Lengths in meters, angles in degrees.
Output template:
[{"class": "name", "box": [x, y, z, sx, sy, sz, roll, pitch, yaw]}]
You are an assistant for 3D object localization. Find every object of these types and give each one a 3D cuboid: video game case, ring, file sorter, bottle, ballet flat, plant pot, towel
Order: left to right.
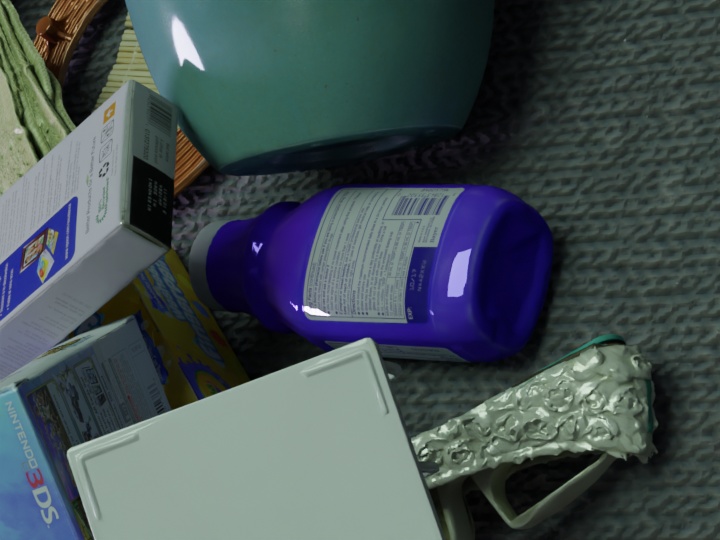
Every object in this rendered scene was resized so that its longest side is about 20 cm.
[{"class": "towel", "box": [-0.225, -0.040, 1.596, 0.200, 0.036, 0.149, -53, 43, 29]}, {"class": "video game case", "box": [-0.108, 0.133, 1.261, 0.045, 0.181, 0.201, -21, 93, 13]}, {"class": "ring", "box": [-0.127, -0.118, 1.571, 0.200, 0.019, 0.202, -22, 53, 33]}, {"class": "plant pot", "box": [-0.024, -0.136, 1.385, 0.200, 0.200, 0.162, -12, 85, 37]}, {"class": "file sorter", "box": [-0.017, 0.150, 1.205, 0.138, 0.125, 0.201, -20, 82, 8]}, {"class": "bottle", "box": [0.000, 0.000, 1.378, 0.199, 0.065, 0.084, 1, 68, 42]}, {"class": "ballet flat", "box": [0.051, 0.093, 1.286, 0.199, 0.072, 0.072, -27, 52, 30]}]

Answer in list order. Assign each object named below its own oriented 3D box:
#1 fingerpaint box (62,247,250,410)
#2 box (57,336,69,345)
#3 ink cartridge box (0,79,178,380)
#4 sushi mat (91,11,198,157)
[{"class": "fingerpaint box", "box": [-0.138, 0.090, 1.449, 0.167, 0.073, 0.200, -47, 45, 13]}, {"class": "box", "box": [-0.154, 0.099, 1.377, 0.039, 0.041, 0.201, -37, 49, 22]}, {"class": "ink cartridge box", "box": [-0.162, -0.001, 1.366, 0.200, 0.037, 0.095, -36, 38, 33]}, {"class": "sushi mat", "box": [-0.074, -0.104, 1.539, 0.199, 0.012, 0.096, 6, 73, 43]}]
